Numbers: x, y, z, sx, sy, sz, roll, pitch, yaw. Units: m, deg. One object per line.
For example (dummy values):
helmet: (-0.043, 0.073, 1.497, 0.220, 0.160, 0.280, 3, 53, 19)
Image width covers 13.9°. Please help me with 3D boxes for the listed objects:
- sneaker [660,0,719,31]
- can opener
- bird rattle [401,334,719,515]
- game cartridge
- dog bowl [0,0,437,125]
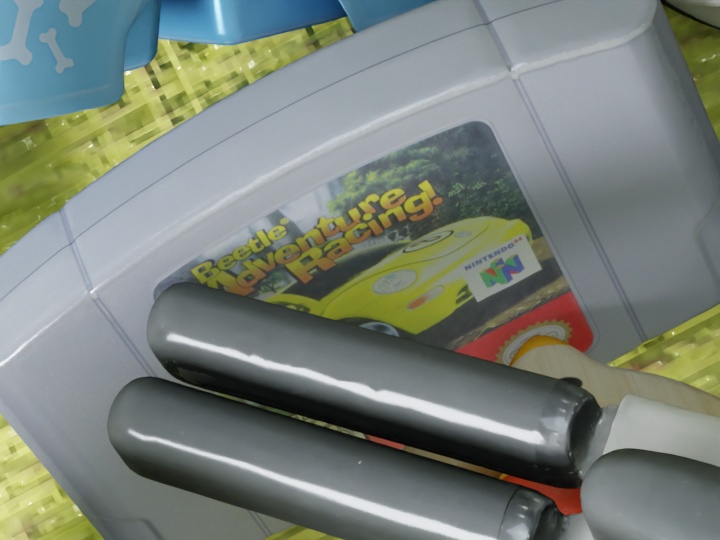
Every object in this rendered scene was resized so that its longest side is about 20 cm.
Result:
sneaker: (0.061, -0.132, 0.816, 0.074, 0.080, 0.200, -39, 62, 8)
can opener: (0.033, 0.042, 0.680, 0.199, 0.067, 0.053, 14, 68, 24)
bird rattle: (0.075, 0.093, 0.733, 0.162, 0.113, 0.200, 24, 58, 21)
game cartridge: (0.000, 0.000, 0.772, 0.199, 0.133, 0.041, -28, 46, 4)
dog bowl: (-0.064, -0.079, 0.766, 0.199, 0.111, 0.050, -16, 106, -35)
